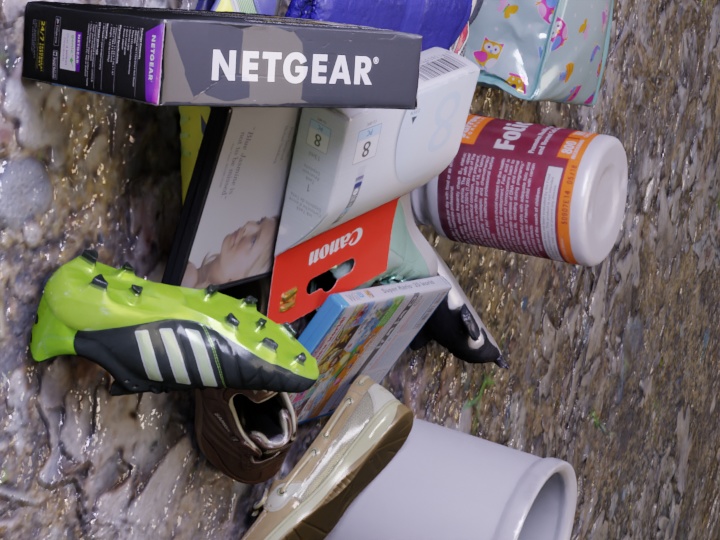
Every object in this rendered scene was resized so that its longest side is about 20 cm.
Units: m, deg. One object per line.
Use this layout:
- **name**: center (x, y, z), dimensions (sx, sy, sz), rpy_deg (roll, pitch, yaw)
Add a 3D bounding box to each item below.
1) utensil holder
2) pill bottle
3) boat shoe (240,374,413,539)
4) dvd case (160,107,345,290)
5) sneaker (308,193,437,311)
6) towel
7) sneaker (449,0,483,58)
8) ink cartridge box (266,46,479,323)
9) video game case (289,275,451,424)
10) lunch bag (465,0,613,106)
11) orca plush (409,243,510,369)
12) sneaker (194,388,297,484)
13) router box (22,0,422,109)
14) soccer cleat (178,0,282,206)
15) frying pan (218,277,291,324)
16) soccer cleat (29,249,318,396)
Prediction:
- **utensil holder**: center (0.069, 0.222, 1.346), dimensions (0.170, 0.198, 0.172), rpy_deg (-40, 138, -49)
- **pill bottle**: center (0.127, -0.076, 1.351), dimensions (0.114, 0.198, 0.116), rpy_deg (-33, 129, -54)
- **boat shoe**: center (-0.041, 0.175, 1.266), dimensions (0.201, 0.063, 0.073), rpy_deg (-47, 156, -12)
- **dvd case**: center (-0.057, -0.058, 1.073), dimensions (0.199, 0.017, 0.144), rpy_deg (-17, 130, -56)
- **sneaker**: center (0.000, 0.000, 1.289), dimensions (0.119, 0.073, 0.201), rpy_deg (-55, 154, -15)
- **towel**: center (-0.002, -0.155, 1.148), dimensions (0.199, 0.049, 0.149), rpy_deg (-7, 122, -56)
- **sneaker**: center (0.054, -0.195, 1.292), dimensions (0.075, 0.080, 0.203), rpy_deg (6, 93, -70)
- **ink cartridge box**: center (0.007, -0.052, 1.119), dimensions (0.159, 0.047, 0.202), rpy_deg (-28, 138, -47)
- **video game case**: center (-0.010, 0.069, 1.269), dimensions (0.144, 0.018, 0.199), rpy_deg (-54, 160, 21)
- **lunch bag**: center (0.175, -0.268, 1.459), dimensions (0.170, 0.121, 0.203), rpy_deg (-9, 113, -60)
- **orca plush**: center (0.075, 0.048, 1.477), dimensions (0.106, 0.071, 0.200), rpy_deg (64, 7, 26)
- **sneaker**: center (-0.081, 0.117, 1.123), dimensions (0.070, 0.076, 0.201), rpy_deg (-30, 146, -14)
- **router box**: center (-0.083, -0.130, 0.925), dimensions (0.198, 0.148, 0.052), rpy_deg (-5, 104, -42)
- **soccer cleat**: center (-0.106, -0.127, 1.057), dimensions (0.083, 0.064, 0.203), rpy_deg (7, 99, -33)
- **frying pan**: center (-0.114, 0.051, 1.121), dimensions (0.189, 0.031, 0.116), rpy_deg (-32, 130, -43)
- **soccer cleat**: center (-0.121, 0.050, 0.997), dimensions (0.198, 0.068, 0.082), rpy_deg (20, 115, -29)
